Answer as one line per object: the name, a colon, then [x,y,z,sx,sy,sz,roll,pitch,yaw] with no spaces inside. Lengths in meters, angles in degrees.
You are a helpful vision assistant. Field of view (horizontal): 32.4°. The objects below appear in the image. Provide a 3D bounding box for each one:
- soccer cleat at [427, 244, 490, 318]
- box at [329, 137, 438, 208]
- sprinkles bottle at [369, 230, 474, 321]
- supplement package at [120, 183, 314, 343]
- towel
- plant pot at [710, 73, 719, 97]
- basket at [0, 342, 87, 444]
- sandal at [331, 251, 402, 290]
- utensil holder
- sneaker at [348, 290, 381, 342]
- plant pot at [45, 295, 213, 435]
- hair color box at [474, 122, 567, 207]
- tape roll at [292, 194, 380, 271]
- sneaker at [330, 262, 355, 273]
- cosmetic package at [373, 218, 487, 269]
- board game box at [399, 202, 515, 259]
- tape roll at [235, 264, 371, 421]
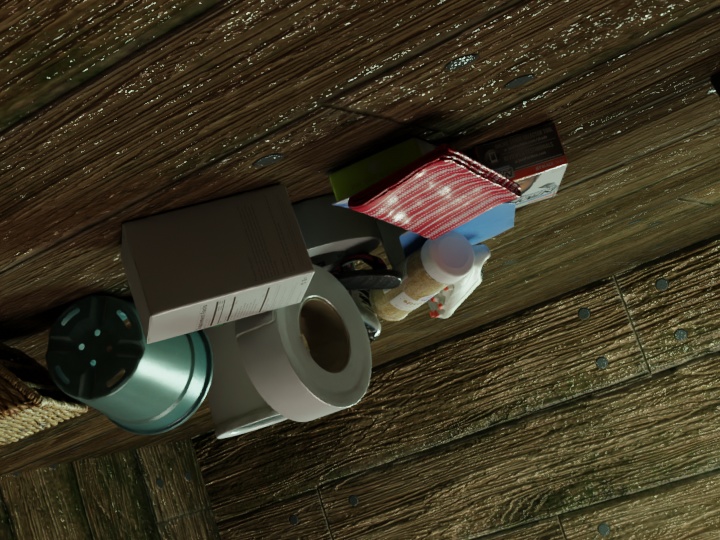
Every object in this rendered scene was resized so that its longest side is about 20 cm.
soccer cleat: [0.139,0.018,1.797,0.078,0.069,0.200,-23,166,-15]
box: [0.048,-0.113,1.536,0.122,0.048,0.200,-23,169,20]
sprinkles bottle: [0.081,0.009,1.694,0.068,0.068,0.200,-13,167,-28]
supplement package: [-0.174,-0.007,1.481,0.200,0.121,0.120,-15,164,-17]
towel: [0.092,-0.087,1.482,0.145,0.023,0.200,-28,156,26]
plant pot: [0.620,-0.215,1.643,0.199,0.178,0.200,-7,166,-47]
basket: [-0.496,0.155,1.749,0.149,0.143,0.200,-21,168,5]
sandal: [0.000,0.000,1.711,0.075,0.045,0.200,12,174,-19]
utensil holder: [-0.211,0.188,2.278,0.170,0.200,0.170,-17,171,-3]
sneaker: [-0.007,0.056,1.826,0.073,0.072,0.200,-52,-165,-2]
plant pot: [-0.340,0.127,1.785,0.200,0.200,0.196,-20,163,9]
hair color box: [0.214,-0.133,1.689,0.111,0.064,0.200,-18,169,2]
tape roll: [-0.077,-0.038,1.675,0.200,0.066,0.200,-18,169,-3]
sneaker: [-0.096,0.010,1.818,0.200,0.095,0.079,-16,173,-10]
cosmetic package: [0.109,-0.044,1.874,0.087,0.103,0.200,-25,170,21]
board game box: [0.127,-0.069,1.669,0.158,0.039,0.200,-17,167,2]
tape roll: [-0.073,0.093,1.625,0.071,0.203,0.202,-22,170,32]
